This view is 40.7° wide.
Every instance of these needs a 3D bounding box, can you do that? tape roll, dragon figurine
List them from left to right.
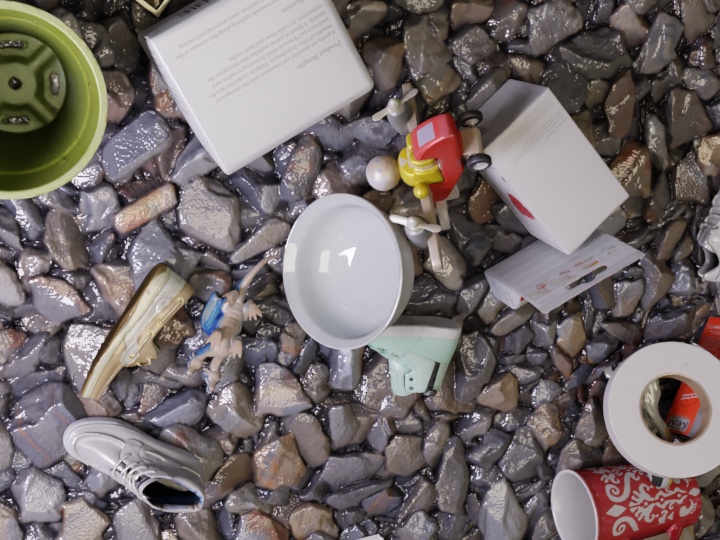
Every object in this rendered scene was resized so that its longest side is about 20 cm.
[{"bbox_3d":[-0.175,0.064,1.281,0.059,0.099,0.201,23,79,-20],"label":"dragon figurine"},{"bbox_3d":[0.463,0.205,1.437,0.202,0.037,0.204,0,76,0],"label":"tape roll"}]

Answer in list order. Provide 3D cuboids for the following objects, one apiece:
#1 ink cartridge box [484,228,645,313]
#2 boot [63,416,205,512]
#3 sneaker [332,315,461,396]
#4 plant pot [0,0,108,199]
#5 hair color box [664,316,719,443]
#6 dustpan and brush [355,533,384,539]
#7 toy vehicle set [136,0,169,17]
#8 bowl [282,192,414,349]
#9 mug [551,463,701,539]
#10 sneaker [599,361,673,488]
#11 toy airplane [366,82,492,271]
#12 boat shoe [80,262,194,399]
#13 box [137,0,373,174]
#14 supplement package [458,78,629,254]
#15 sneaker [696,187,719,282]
[{"bbox_3d":[0.279,0.005,1.325,0.160,0.200,0.047,-29,112,-6],"label":"ink cartridge box"},{"bbox_3d":[-0.295,0.259,1.284,0.199,0.096,0.074,22,99,-22],"label":"boot"},{"bbox_3d":[0.038,0.122,1.356,0.200,0.074,0.119,7,106,-18],"label":"sneaker"},{"bbox_3d":[-0.383,-0.196,1.067,0.199,0.190,0.201,-5,107,-15],"label":"plant pot"},{"bbox_3d":[0.558,0.184,1.511,0.101,0.061,0.200,33,76,-22],"label":"hair color box"},{"bbox_3d":[-0.011,0.514,1.467,0.139,0.057,0.201,-12,110,-13],"label":"dustpan and brush"},{"bbox_3d":[-0.231,-0.417,1.134,0.124,0.027,0.200,35,94,-23],"label":"toy vehicle set"},{"bbox_3d":[0.000,0.000,1.267,0.090,0.201,0.202,-3,110,-50],"label":"bowl"},{"bbox_3d":[0.422,0.385,1.517,0.199,0.133,0.178,-6,77,-20],"label":"mug"},{"bbox_3d":[0.420,0.237,1.488,0.087,0.076,0.201,-10,76,-5],"label":"sneaker"},{"bbox_3d":[0.074,-0.124,1.236,0.141,0.200,0.200,-5,116,-10],"label":"toy airplane"},{"bbox_3d":[-0.286,0.089,1.247,0.066,0.074,0.200,33,95,-18],"label":"boat shoe"},{"bbox_3d":[-0.127,-0.244,1.126,0.199,0.200,0.172,-32,111,-6],"label":"box"},{"bbox_3d":[0.242,-0.141,1.312,0.120,0.121,0.200,-44,113,-1],"label":"supplement package"},{"bbox_3d":[0.555,-0.069,1.459,0.087,0.075,0.201,-8,108,-10],"label":"sneaker"}]
